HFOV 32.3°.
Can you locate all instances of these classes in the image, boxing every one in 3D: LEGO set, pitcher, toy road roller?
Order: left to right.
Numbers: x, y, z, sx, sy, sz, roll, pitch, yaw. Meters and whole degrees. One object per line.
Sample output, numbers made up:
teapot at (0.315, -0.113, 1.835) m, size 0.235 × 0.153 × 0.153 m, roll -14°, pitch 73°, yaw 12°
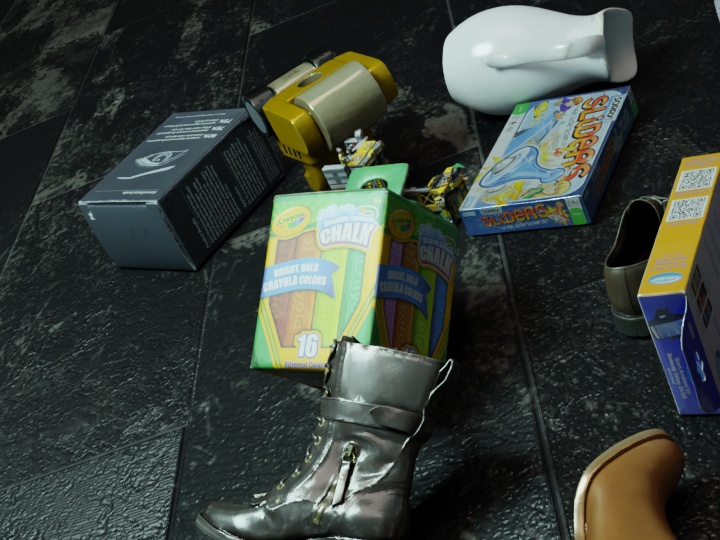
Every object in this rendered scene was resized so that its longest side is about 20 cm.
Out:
toy road roller at (-0.031, -0.161, 1.413) m, size 0.123 × 0.146 × 0.200 m, roll -35°, pitch 25°, yaw -13°
LEGO set at (0.015, -0.066, 1.264) m, size 0.154 × 0.116 × 0.200 m, roll 6°, pitch 43°, yaw 43°
pitcher at (0.188, -0.237, 1.372) m, size 0.200 × 0.122 × 0.172 m, roll -4°, pitch 5°, yaw 26°

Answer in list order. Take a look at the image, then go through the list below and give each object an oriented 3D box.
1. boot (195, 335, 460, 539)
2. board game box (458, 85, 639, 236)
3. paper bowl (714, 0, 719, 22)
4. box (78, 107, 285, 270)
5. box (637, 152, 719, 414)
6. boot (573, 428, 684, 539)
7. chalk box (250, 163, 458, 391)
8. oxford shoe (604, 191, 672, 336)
boot at (-0.025, 0.136, 0.952) m, size 0.200 × 0.069 × 0.174 m, roll 2°, pitch 74°, yaw 26°
board game box at (0.197, -0.114, 1.281) m, size 0.135 × 0.034 × 0.200 m, roll -6°, pitch 36°, yaw 32°
paper bowl at (0.465, -0.280, 1.260) m, size 0.200 × 0.104 × 0.201 m, roll -20°, pitch 31°, yaw 13°
box at (-0.215, -0.100, 1.512) m, size 0.148 × 0.104 × 0.200 m, roll 3°, pitch 42°, yaw 41°
box at (0.259, 0.015, 0.947) m, size 0.041 × 0.119 × 0.200 m, roll -5°, pitch 36°, yaw 33°
boot at (0.195, 0.194, 0.780) m, size 0.155 × 0.074 × 0.200 m, roll 17°, pitch 50°, yaw 41°
chalk box at (0.000, 0.000, 1.076) m, size 0.125 × 0.124 × 0.200 m, roll -4°, pitch 74°, yaw 35°
oxford shoe at (0.268, -0.038, 1.060) m, size 0.073 × 0.085 × 0.200 m, roll -1°, pitch 37°, yaw 40°
